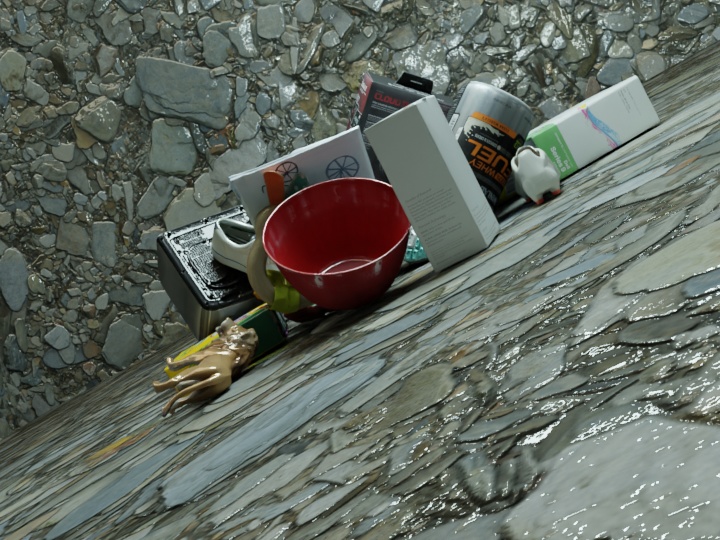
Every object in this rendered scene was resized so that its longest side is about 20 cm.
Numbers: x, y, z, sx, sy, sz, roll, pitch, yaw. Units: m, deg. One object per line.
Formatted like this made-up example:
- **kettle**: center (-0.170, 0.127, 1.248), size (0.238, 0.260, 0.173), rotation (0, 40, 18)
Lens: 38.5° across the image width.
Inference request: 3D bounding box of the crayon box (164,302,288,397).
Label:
- **crayon box**: center (-0.197, 0.114, 1.559), size (0.171, 0.059, 0.200), rotation (-29, 3, -1)

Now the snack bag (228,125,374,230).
- **snack bag**: center (-0.073, -0.108, 1.477), size (0.198, 0.022, 0.189), rotation (-22, -37, 0)

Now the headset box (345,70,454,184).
- **headset box**: center (0.055, -0.205, 1.589), size (0.075, 0.147, 0.202), rotation (-112, 40, -65)

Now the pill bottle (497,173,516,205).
- **pill bottle**: center (0.177, -0.141, 1.748), size (0.199, 0.110, 0.109), rotation (-29, 4, -7)

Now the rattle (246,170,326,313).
- **rattle**: center (-0.114, -0.049, 1.477), size (0.129, 0.202, 0.143), rotation (-16, 12, 0)

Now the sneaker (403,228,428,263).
- **sneaker**: center (0.078, -0.050, 1.577), size (0.078, 0.091, 0.200), rotation (-68, 26, 6)

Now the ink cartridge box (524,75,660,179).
- **ink cartridge box**: center (0.349, -0.216, 1.633), size (0.199, 0.088, 0.145), rotation (-32, 4, -6)

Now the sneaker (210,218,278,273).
- **sneaker**: center (-0.147, -0.025, 1.610), size (0.071, 0.198, 0.073), rotation (93, -162, -48)

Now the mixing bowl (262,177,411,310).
- **mixing bowl**: center (-0.023, -0.020, 1.363), size (0.198, 0.109, 0.201), rotation (-7, 39, 6)

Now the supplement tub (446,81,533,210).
- **supplement tub**: center (0.162, -0.161, 1.505), size (0.123, 0.122, 0.202), rotation (-178, 113, -83)

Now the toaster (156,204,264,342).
- **toaster**: center (-0.217, 0.009, 1.708), size (0.180, 0.200, 0.119), rotation (-23, -31, -29)

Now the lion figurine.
- **lion figurine**: center (-0.195, 0.132, 1.346), size (0.121, 0.073, 0.200), rotation (-16, 19, 2)

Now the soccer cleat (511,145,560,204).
- **soccer cleat**: center (0.249, -0.143, 1.480), size (0.069, 0.078, 0.200), rotation (-28, 4, 8)

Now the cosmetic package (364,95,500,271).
- **cosmetic package**: center (0.094, -0.113, 1.306), size (0.081, 0.201, 0.113), rotation (-27, 4, 21)

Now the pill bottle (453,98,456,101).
- **pill bottle**: center (0.174, -0.174, 1.641), size (0.108, 0.108, 0.202), rotation (-24, 43, 54)

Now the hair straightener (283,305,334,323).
- **hair straightener**: center (-0.053, 0.027, 1.523), size (0.200, 0.041, 0.078), rotation (-23, 48, 61)
